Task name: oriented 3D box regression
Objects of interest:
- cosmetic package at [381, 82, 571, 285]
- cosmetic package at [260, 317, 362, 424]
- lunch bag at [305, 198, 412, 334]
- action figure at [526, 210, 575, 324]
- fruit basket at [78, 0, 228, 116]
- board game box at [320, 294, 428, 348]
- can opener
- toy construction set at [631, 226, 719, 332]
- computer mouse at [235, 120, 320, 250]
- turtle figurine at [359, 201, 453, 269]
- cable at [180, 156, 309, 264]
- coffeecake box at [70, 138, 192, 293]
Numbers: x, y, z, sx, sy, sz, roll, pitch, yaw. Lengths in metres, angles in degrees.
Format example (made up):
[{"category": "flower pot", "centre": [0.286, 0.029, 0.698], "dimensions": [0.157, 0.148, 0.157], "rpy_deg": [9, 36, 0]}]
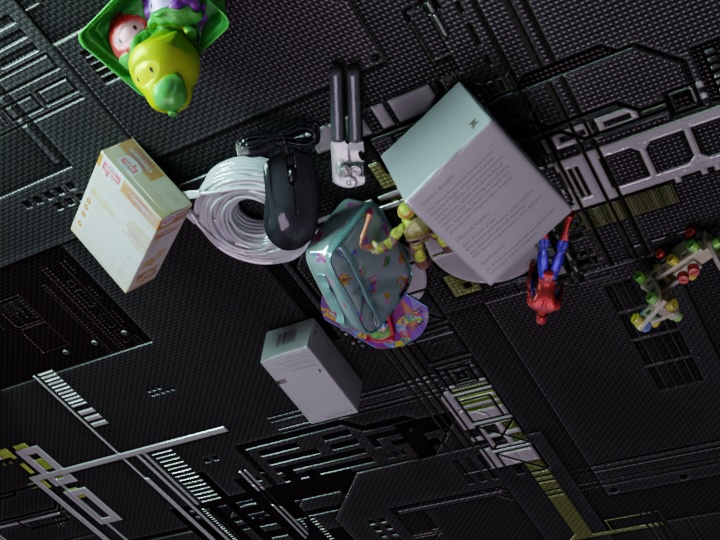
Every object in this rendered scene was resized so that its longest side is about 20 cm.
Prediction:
[{"category": "cosmetic package", "centre": [0.166, -0.127, 1.512], "dimensions": [0.167, 0.167, 0.200], "rpy_deg": [-42, 119, 11]}, {"category": "cosmetic package", "centre": [-0.090, 0.193, 1.975], "dimensions": [0.112, 0.082, 0.201], "rpy_deg": [-18, 127, 24]}, {"category": "lunch bag", "centre": [0.000, 0.000, 1.701], "dimensions": [0.076, 0.161, 0.201], "rpy_deg": [7, 138, 40]}, {"category": "action figure", "centre": [0.310, -0.013, 1.713], "dimensions": [0.064, 0.099, 0.203], "rpy_deg": [8, 113, 7]}, {"category": "fruit basket", "centre": [-0.280, -0.314, 1.427], "dimensions": [0.214, 0.217, 0.155], "rpy_deg": [-31, 122, 35]}, {"category": "board game box", "centre": [0.021, 0.088, 1.877], "dimensions": [0.198, 0.039, 0.158], "rpy_deg": [30, 132, -18]}, {"category": "can opener", "centre": [-0.020, -0.217, 1.577], "dimensions": [0.052, 0.067, 0.202], "rpy_deg": [2, 126, 7]}, {"category": "toy construction set", "centre": [0.514, 0.012, 1.638], "dimensions": [0.198, 0.132, 0.092], "rpy_deg": [-25, 126, 31]}, {"category": "computer mouse", "centre": [-0.112, -0.120, 1.611], "dimensions": [0.136, 0.053, 0.203], "rpy_deg": [-13, 112, -15]}, {"category": "turtle figurine", "centre": [0.101, -0.074, 1.657], "dimensions": [0.200, 0.064, 0.161], "rpy_deg": [-45, 142, -1]}, {"category": "cable", "centre": [-0.172, -0.096, 1.715], "dimensions": [0.197, 0.070, 0.201], "rpy_deg": [-15, 130, 23]}, {"category": "coffeecake box", "centre": [-0.380, -0.088, 1.714], "dimensions": [0.154, 0.073, 0.201], "rpy_deg": [47, 134, 10]}]
